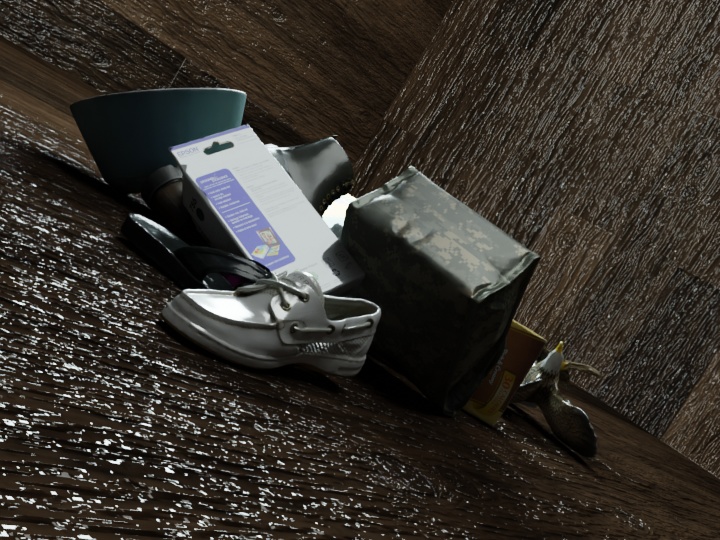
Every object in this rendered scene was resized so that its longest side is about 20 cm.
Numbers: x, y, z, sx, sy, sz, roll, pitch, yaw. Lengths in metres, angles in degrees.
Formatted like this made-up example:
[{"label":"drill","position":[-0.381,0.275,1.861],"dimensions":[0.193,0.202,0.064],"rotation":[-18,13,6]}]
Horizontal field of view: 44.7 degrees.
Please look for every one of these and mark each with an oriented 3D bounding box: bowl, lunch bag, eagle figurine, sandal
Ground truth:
[{"label":"bowl","position":[-0.227,-0.146,1.017],"dimensions":[0.201,0.105,0.201],"rotation":[-5,6,1]},{"label":"lunch bag","position":[0.063,0.031,0.868],"dimensions":[0.164,0.200,0.118],"rotation":[38,49,24]},{"label":"eagle figurine","position":[0.251,0.167,1.215],"dimensions":[0.152,0.151,0.200],"rotation":[-8,26,20]},{"label":"sandal","position":[-0.123,-0.002,0.748],"dimensions":[0.200,0.048,0.075],"rotation":[34,6,19]}]

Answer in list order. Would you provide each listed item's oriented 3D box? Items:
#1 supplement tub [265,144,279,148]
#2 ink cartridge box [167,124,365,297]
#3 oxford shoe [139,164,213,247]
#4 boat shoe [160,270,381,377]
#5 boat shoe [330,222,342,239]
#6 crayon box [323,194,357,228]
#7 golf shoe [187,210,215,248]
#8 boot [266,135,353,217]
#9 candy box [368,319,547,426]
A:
[{"label":"supplement tub","position":[-0.112,-0.110,1.509],"dimensions":[0.200,0.145,0.145],"rotation":[31,4,-2]},{"label":"ink cartridge box","position":[-0.093,-0.046,0.827],"dimensions":[0.099,0.039,0.200],"rotation":[-24,70,-36]},{"label":"oxford shoe","position":[-0.165,-0.048,0.989],"dimensions":[0.084,0.073,0.200],"rotation":[50,13,21]},{"label":"boat shoe","position":[-0.057,0.030,0.645],"dimensions":[0.071,0.069,0.200],"rotation":[37,14,34]},{"label":"boat shoe","position":[-0.001,-0.001,1.108],"dimensions":[0.070,0.071,0.201],"rotation":[53,6,30]},{"label":"crayon box","position":[-0.074,-0.077,1.199],"dimensions":[0.119,0.058,0.200],"rotation":[-14,35,-39]},{"label":"golf shoe","position":[-0.110,-0.025,0.903],"dimensions":[0.200,0.078,0.097],"rotation":[54,-8,15]},{"label":"boot","position":[-0.047,-0.064,1.000],"dimensions":[0.077,0.138,0.200],"rotation":[-38,-107,60]},{"label":"candy box","position":[0.094,0.074,0.991],"dimensions":[0.200,0.117,0.056],"rotation":[31,3,-3]}]
